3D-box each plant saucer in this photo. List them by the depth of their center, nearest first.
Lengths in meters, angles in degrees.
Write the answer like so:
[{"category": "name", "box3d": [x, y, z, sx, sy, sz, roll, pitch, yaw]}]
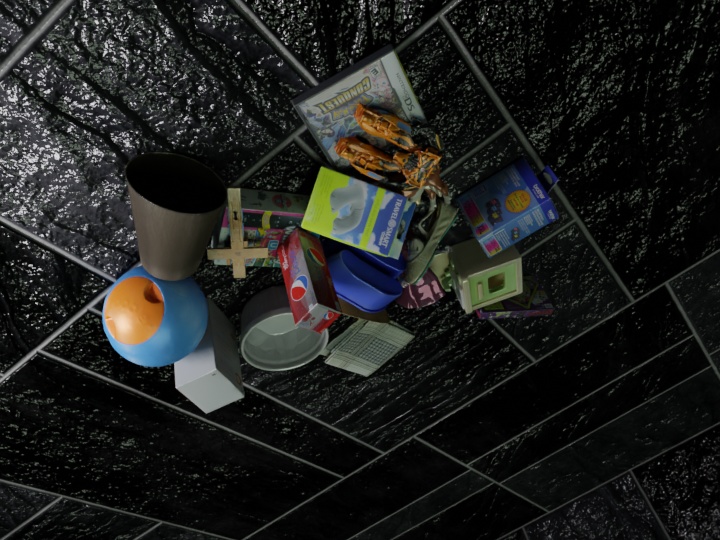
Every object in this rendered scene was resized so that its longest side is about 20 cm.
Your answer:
[{"category": "plant saucer", "box3d": [-0.025, 0.067, 1.451, 0.199, 0.200, 0.036, 15, 96, -32]}]

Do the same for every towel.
[{"category": "towel", "box3d": [0.016, 0.191, 1.683, 0.199, 0.035, 0.192, 29, 120, -38]}]

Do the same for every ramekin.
[{"category": "ramekin", "box3d": [-0.178, 0.126, 1.493, 0.198, 0.105, 0.201, -10, 136, -9]}]

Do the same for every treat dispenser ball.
[{"category": "treat dispenser ball", "box3d": [-0.402, 0.088, 1.300, 0.199, 0.202, 0.202, -10, 137, -10]}]

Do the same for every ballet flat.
[{"category": "ballet flat", "box3d": [0.134, -0.063, 1.378, 0.062, 0.201, 0.067, 37, 158, -14]}]

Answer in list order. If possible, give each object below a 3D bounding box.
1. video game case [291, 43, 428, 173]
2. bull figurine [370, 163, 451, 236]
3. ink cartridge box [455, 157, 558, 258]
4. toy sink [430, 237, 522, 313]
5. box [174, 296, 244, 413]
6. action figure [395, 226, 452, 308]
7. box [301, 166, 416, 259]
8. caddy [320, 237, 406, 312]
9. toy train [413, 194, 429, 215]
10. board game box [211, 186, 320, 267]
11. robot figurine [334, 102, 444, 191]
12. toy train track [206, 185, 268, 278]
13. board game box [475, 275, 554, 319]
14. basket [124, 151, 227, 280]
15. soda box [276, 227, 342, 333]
[{"category": "video game case", "box3d": [0.004, -0.285, 1.195, 0.199, 0.026, 0.181, -27, 137, 8]}, {"category": "bull figurine", "box3d": [0.080, -0.146, 1.312, 0.199, 0.065, 0.122, -31, 98, 3]}, {"category": "ink cartridge box", "box3d": [0.318, -0.140, 1.376, 0.199, 0.137, 0.076, -30, 140, 11]}, {"category": "toy sink", "box3d": [0.265, 0.011, 1.531, 0.198, 0.112, 0.131, -18, 137, -1]}, {"category": "box", "box3d": [-0.331, 0.181, 1.423, 0.097, 0.201, 0.125, -24, 137, 6]}, {"category": "action figure", "box3d": [0.123, -0.015, 1.482, 0.133, 0.149, 0.201, -22, 119, -14]}, {"category": "box", "box3d": [-0.001, -0.106, 1.253, 0.199, 0.048, 0.123, 19, 92, -5]}, {"category": "caddy", "box3d": [0.000, 0.000, 1.367, 0.199, 0.142, 0.105, 31, 141, -22]}, {"category": "toy train", "box3d": [0.048, -0.126, 1.368, 0.198, 0.034, 0.046, -12, 134, -9]}, {"category": "board game box", "box3d": [-0.184, -0.081, 1.309, 0.198, 0.065, 0.148, 2, 134, -23]}, {"category": "robot figurine", "box3d": [0.061, -0.217, 1.208, 0.199, 0.058, 0.145, 20, 117, -25]}, {"category": "toy train track", "box3d": [-0.231, -0.075, 1.235, 0.114, 0.033, 0.201, -2, 128, -8]}, {"category": "board game box", "box3d": [0.362, 0.064, 1.615, 0.198, 0.121, 0.032, -2, 138, -18]}, {"category": "basket", "box3d": [-0.340, -0.088, 1.194, 0.179, 0.136, 0.201, 25, 136, 1]}, {"category": "soda box", "box3d": [-0.099, 0.018, 1.246, 0.063, 0.201, 0.070, 24, 124, -38]}]
